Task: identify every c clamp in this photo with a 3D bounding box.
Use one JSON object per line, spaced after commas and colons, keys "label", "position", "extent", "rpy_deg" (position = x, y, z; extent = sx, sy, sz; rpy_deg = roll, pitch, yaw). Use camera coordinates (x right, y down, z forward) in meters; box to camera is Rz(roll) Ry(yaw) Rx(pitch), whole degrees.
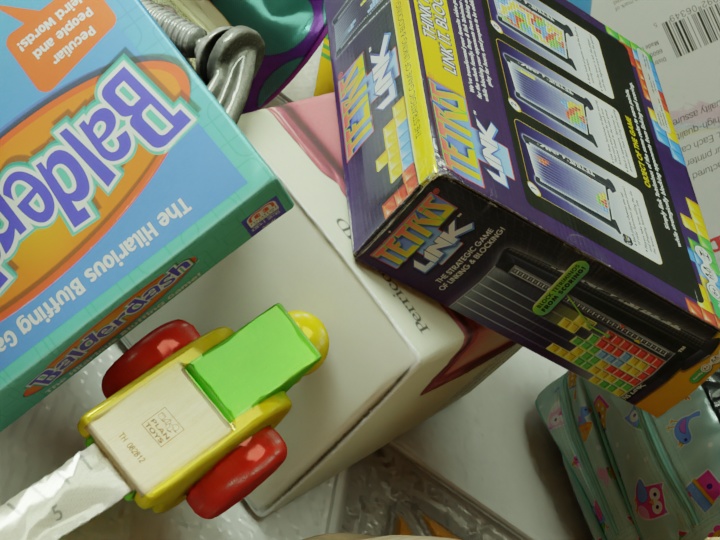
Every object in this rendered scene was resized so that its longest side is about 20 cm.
{"label": "c clamp", "position": [-0.115, -0.094, 0.750], "extent": [0.171, 0.027, 0.200], "rpy_deg": [-41, 55, -20]}

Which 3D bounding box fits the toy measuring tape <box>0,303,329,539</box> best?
{"label": "toy measuring tape", "position": [-0.088, 0.074, 0.670], "extent": [0.200, 0.074, 0.074], "rpy_deg": [-35, 80, -32]}

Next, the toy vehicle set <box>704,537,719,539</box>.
{"label": "toy vehicle set", "position": [0.125, 0.202, 0.648], "extent": [0.026, 0.124, 0.201], "rpy_deg": [1, 72, 1]}

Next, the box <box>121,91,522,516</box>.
{"label": "box", "position": [0.000, 0.000, 0.821], "extent": [0.128, 0.109, 0.200], "rpy_deg": [51, 29, 9]}

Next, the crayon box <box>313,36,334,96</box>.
{"label": "crayon box", "position": [0.039, -0.094, 1.048], "extent": [0.126, 0.052, 0.200], "rpy_deg": [35, 30, -18]}

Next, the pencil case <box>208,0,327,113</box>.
{"label": "pencil case", "position": [-0.105, -0.165, 0.916], "extent": [0.200, 0.093, 0.085], "rpy_deg": [40, -10, -12]}

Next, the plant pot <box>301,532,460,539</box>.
{"label": "plant pot", "position": [0.045, 0.167, 0.687], "extent": [0.200, 0.093, 0.201], "rpy_deg": [32, 31, -22]}

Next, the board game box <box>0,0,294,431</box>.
{"label": "board game box", "position": [-0.143, -0.057, 0.673], "extent": [0.200, 0.152, 0.045], "rpy_deg": [51, -3, 12]}

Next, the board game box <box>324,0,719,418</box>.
{"label": "board game box", "position": [0.068, -0.053, 0.806], "extent": [0.165, 0.057, 0.200], "rpy_deg": [27, 35, -26]}

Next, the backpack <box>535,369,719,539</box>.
{"label": "backpack", "position": [0.174, 0.096, 0.905], "extent": [0.167, 0.126, 0.200], "rpy_deg": [28, 31, -49]}

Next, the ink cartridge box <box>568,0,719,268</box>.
{"label": "ink cartridge box", "position": [0.182, -0.108, 1.080], "extent": [0.201, 0.146, 0.146], "rpy_deg": [63, 20, -13]}

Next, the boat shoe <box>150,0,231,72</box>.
{"label": "boat shoe", "position": [-0.140, -0.134, 0.849], "extent": [0.200, 0.073, 0.065], "rpy_deg": [35, 32, -8]}
